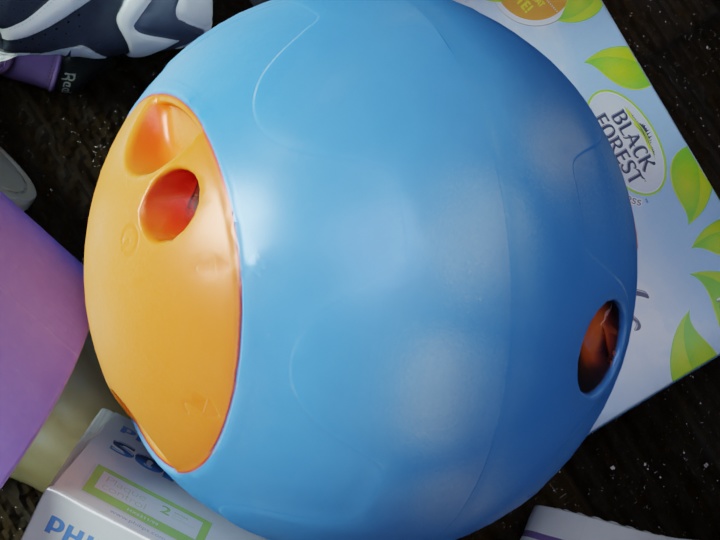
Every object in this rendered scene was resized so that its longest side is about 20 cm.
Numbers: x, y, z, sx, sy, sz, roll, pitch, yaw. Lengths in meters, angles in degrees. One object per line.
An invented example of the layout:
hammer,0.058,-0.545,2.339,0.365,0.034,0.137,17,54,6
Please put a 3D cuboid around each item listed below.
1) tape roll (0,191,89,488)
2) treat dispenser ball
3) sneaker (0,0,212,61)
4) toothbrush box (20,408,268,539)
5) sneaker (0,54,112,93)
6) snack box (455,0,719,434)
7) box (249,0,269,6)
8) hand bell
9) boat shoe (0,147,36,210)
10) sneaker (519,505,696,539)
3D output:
tape roll,-0.196,0.049,0.672,0.085,0.200,0.201,43,78,-21
treat dispenser ball,0.000,0.000,0.646,0.198,0.201,0.203,1,80,-6
sneaker,-0.138,-0.172,0.703,0.128,0.080,0.201,-17,122,-18
toothbrush box,-0.085,0.180,0.687,0.145,0.086,0.201,28,106,-2
sneaker,-0.119,-0.177,0.800,0.087,0.076,0.202,20,85,-13
snack box,0.060,-0.023,0.787,0.168,0.068,0.201,-28,85,-8
box,0.029,-0.205,0.757,0.199,0.184,0.105,-33,87,-10
hand bell,-0.074,0.103,0.756,0.200,0.104,0.104,41,78,-12
boat shoe,-0.236,-0.055,0.770,0.198,0.073,0.063,25,104,-2
sneaker,0.126,0.166,0.709,0.072,0.200,0.115,32,73,-30
